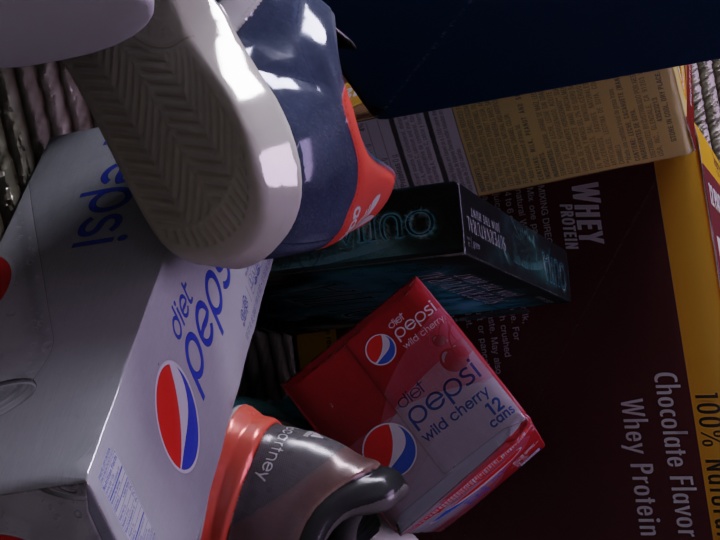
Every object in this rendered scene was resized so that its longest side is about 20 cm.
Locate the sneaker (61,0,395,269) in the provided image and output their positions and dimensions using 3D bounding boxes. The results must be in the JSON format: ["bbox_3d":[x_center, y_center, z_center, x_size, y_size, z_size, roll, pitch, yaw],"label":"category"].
[{"bbox_3d":[-0.053,-0.090,0.636,0.084,0.075,0.200,-4,64,-47],"label":"sneaker"}]

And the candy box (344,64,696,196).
[{"bbox_3d":[0.048,-0.080,0.898,0.116,0.200,0.055,-73,148,-59],"label":"candy box"}]

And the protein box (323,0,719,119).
[{"bbox_3d":[0.076,-0.191,0.767,0.135,0.198,0.200,50,37,-53],"label":"protein box"}]

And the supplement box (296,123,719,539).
[{"bbox_3d":[0.086,0.052,0.950,0.133,0.200,0.198,27,54,-71],"label":"supplement box"}]

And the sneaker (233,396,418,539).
[{"bbox_3d":[-0.035,0.086,0.779,0.080,0.077,0.200,65,4,23],"label":"sneaker"}]

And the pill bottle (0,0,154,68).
[{"bbox_3d":[-0.110,-0.164,0.556,0.111,0.110,0.201,22,59,-72],"label":"pill bottle"}]

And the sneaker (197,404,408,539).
[{"bbox_3d":[-0.028,0.148,0.633,0.077,0.082,0.201,-17,117,-75],"label":"sneaker"}]

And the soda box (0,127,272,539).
[{"bbox_3d":[-0.081,0.028,0.615,0.200,0.068,0.064,-77,153,-54],"label":"soda box"}]

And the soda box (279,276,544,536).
[{"bbox_3d":[0.026,0.058,0.776,0.070,0.063,0.200,51,0,9],"label":"soda box"}]

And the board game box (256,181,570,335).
[{"bbox_3d":[0.000,0.000,0.798,0.200,0.135,0.028,20,64,-72],"label":"board game box"}]
